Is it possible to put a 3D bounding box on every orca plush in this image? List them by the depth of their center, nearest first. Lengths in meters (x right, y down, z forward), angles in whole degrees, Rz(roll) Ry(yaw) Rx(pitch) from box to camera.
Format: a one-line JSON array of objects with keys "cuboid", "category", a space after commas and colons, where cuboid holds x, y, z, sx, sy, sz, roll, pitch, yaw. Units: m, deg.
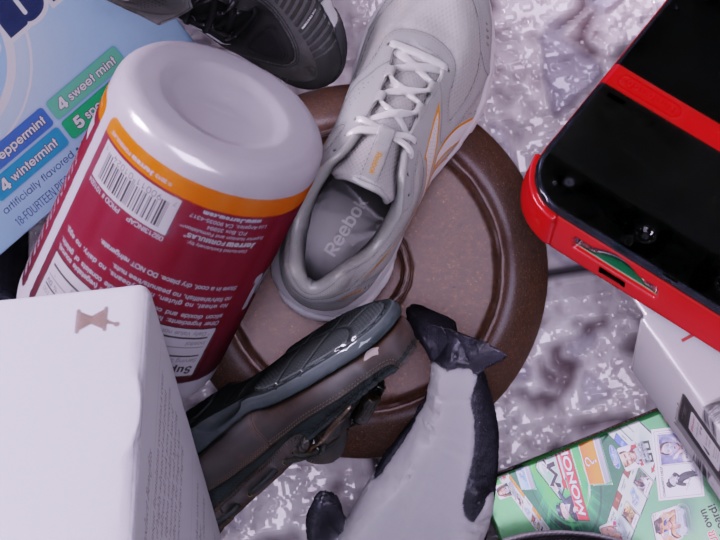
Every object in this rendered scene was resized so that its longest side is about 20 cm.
[{"cuboid": [0.027, 0.109, 1.550, 0.105, 0.071, 0.200, 3, 111, 6], "category": "orca plush"}]

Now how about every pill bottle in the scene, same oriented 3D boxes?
[{"cuboid": [-0.106, -0.007, 1.504, 0.113, 0.113, 0.200, 30, 122, 2], "category": "pill bottle"}]

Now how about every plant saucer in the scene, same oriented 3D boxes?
[{"cuboid": [0.000, 0.000, 1.574, 0.200, 0.034, 0.201, 0, 89, 2], "category": "plant saucer"}]

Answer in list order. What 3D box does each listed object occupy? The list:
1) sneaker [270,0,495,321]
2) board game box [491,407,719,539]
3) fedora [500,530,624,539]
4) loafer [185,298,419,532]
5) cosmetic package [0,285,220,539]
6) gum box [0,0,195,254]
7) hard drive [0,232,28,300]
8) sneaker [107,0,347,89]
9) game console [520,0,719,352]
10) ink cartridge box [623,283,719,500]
[{"cuboid": [0.016, -0.066, 1.513, 0.076, 0.092, 0.200, 22, 89, 1], "category": "sneaker"}, {"cuboid": [0.159, 0.179, 1.568, 0.134, 0.029, 0.200, -22, 88, 1], "category": "board game box"}, {"cuboid": [0.112, 0.232, 1.493, 0.177, 0.090, 0.200, -11, 100, -2], "category": "fedora"}, {"cuboid": [-0.033, 0.077, 1.521, 0.200, 0.072, 0.063, -31, 102, 42], "category": "loafer"}, {"cuboid": [-0.166, 0.139, 1.444, 0.166, 0.200, 0.167, -6, 45, 6], "category": "cosmetic package"}, {"cuboid": [-0.200, -0.127, 1.516, 0.170, 0.045, 0.200, -42, 109, -13], "category": "gum box"}, {"cuboid": [-0.277, -0.035, 1.575, 0.200, 0.042, 0.135, 0, 89, 1], "category": "hard drive"}, {"cuboid": [-0.093, -0.151, 1.490, 0.200, 0.091, 0.066, 45, 132, -14], "category": "sneaker"}, {"cuboid": [0.201, -0.044, 1.525, 0.200, 0.031, 0.177, 33, 62, 16], "category": "game console"}, {"cuboid": [0.220, 0.057, 1.522, 0.116, 0.067, 0.200, -27, 65, -13], "category": "ink cartridge box"}]
